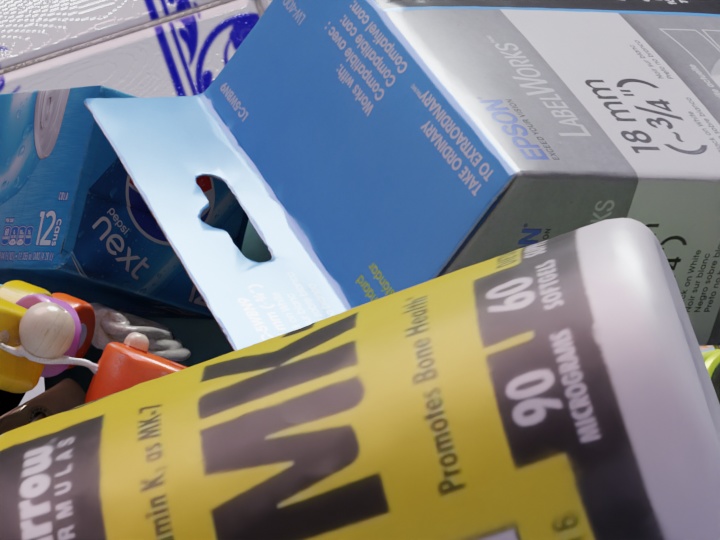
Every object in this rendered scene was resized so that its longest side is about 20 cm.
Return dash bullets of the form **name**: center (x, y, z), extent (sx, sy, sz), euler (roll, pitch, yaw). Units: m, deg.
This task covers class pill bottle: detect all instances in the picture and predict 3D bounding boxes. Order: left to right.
- **pill bottle**: center (-0.018, 0.073, 0.551), extent (0.200, 0.115, 0.114), euler (-20, -1, 7)

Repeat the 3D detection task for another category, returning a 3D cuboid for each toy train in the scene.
- **toy train**: center (-0.087, 0.037, 0.786), extent (0.150, 0.056, 0.200), euler (20, -1, -19)

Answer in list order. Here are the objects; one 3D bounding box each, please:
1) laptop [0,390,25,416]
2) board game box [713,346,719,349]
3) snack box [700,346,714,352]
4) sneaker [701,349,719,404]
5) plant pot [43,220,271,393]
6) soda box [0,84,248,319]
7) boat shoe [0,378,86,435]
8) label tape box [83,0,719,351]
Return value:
- **laptop**: center (-0.216, 0.083, 0.982), extent (0.188, 0.116, 0.200), euler (-58, 1, -19)
- **board game box**: center (0.209, -0.012, 0.971), extent (0.105, 0.103, 0.200), euler (-19, -13, -21)
- **snack box**: center (0.080, 0.085, 1.195), extent (0.200, 0.053, 0.142), euler (-19, 0, 6)
- **sneaker**: center (0.082, 0.066, 0.700), extent (0.083, 0.074, 0.200), euler (-17, -10, 15)
- **plant pot**: center (0.009, 0.037, 0.973), extent (0.200, 0.201, 0.161), euler (-19, 12, -27)
- **soda box**: center (-0.118, -0.023, 0.952), extent (0.068, 0.064, 0.200), euler (18, -10, -33)
- **boat shoe**: center (-0.170, 0.089, 0.845), extent (0.200, 0.065, 0.071), euler (-19, -2, -27)
- **label tape box**: center (0.037, -0.040, 0.809), extent (0.199, 0.063, 0.144), euler (-1, 34, -27)
